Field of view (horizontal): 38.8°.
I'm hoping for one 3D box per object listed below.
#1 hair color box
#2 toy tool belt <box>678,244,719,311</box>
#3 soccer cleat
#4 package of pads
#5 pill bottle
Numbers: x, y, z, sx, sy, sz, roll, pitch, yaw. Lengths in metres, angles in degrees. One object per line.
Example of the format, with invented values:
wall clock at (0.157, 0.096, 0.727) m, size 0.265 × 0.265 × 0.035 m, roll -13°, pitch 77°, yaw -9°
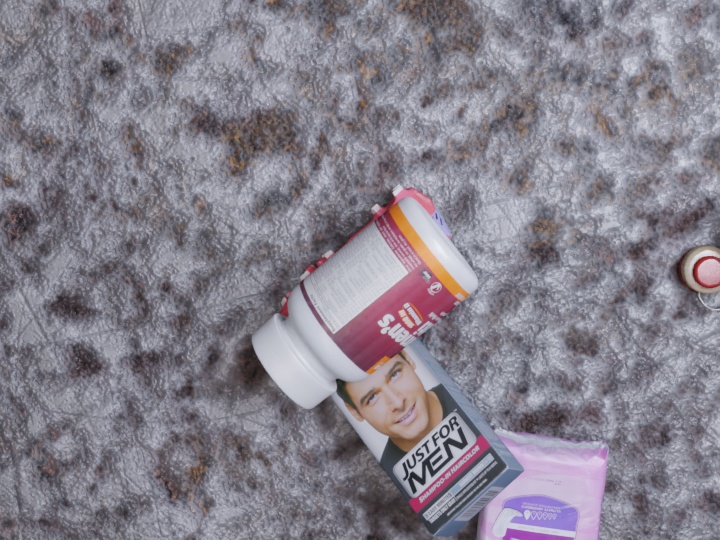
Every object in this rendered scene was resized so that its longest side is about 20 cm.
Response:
hair color box at (0.055, 0.147, 0.993) m, size 0.099 × 0.061 × 0.200 m, roll -44°, pitch 63°, yaw 9°
toy tool belt at (0.392, -0.035, 0.936) m, size 0.199 × 0.123 × 0.126 m, roll -30°, pitch 91°, yaw 10°
soccer cleat at (0.000, 0.000, 1.025) m, size 0.200 × 0.067 × 0.077 m, roll -44°, pitch 93°, yaw 7°
package of pads at (0.176, 0.261, 1.020) m, size 0.119 × 0.076 × 0.202 m, roll 7°, pitch 96°, yaw 11°
pill bottle at (0.002, 0.033, 0.951) m, size 0.200 × 0.110 × 0.110 m, roll -40°, pitch 90°, yaw 8°
